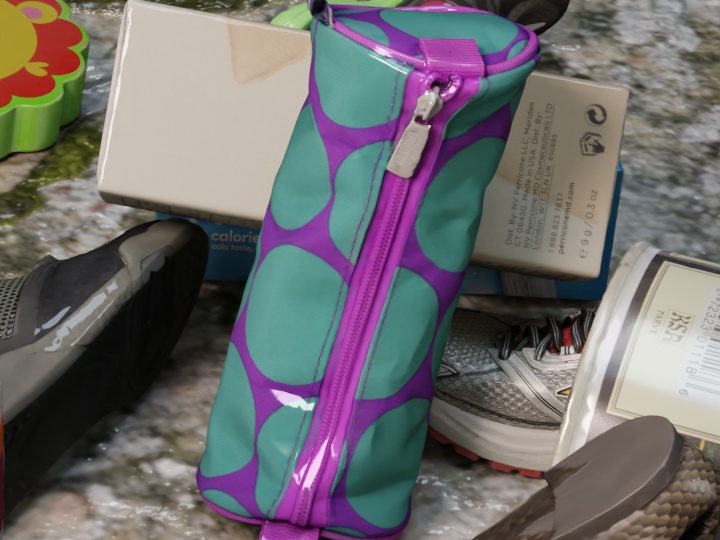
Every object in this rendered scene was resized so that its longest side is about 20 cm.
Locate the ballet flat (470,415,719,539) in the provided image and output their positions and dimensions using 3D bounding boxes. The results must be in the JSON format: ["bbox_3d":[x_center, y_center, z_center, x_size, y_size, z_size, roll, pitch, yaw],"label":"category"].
[{"bbox_3d":[0.031,0.112,0.749,0.200,0.046,0.067,-33,23,21],"label":"ballet flat"}]

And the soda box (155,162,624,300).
[{"bbox_3d":[0.011,-0.034,1.034,0.200,0.068,0.064,3,30,-3],"label":"soda box"}]

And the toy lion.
[{"bbox_3d":[-0.235,-0.100,1.120,0.191,0.069,0.200,25,37,16],"label":"toy lion"}]

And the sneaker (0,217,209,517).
[{"bbox_3d":[-0.145,0.022,0.916,0.114,0.076,0.199,27,43,20],"label":"sneaker"}]

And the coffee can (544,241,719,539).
[{"bbox_3d":[0.173,0.084,0.800,0.200,0.147,0.146,15,33,15],"label":"coffee can"}]

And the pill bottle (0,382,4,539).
[{"bbox_3d":[-0.155,0.108,0.661,0.109,0.200,0.110,4,32,-2],"label":"pill bottle"}]

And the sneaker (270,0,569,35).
[{"bbox_3d":[0.034,-0.103,1.160,0.200,0.077,0.084,-27,61,-35],"label":"sneaker"}]

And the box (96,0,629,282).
[{"bbox_3d":[-0.002,-0.050,0.945,0.200,0.078,0.095,10,-1,-5],"label":"box"}]

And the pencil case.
[{"bbox_3d":[0.000,0.000,0.856,0.085,0.200,0.092,13,17,-5],"label":"pencil case"}]

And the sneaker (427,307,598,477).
[{"bbox_3d":[0.105,0.033,0.929,0.200,0.082,0.078,7,33,5],"label":"sneaker"}]
